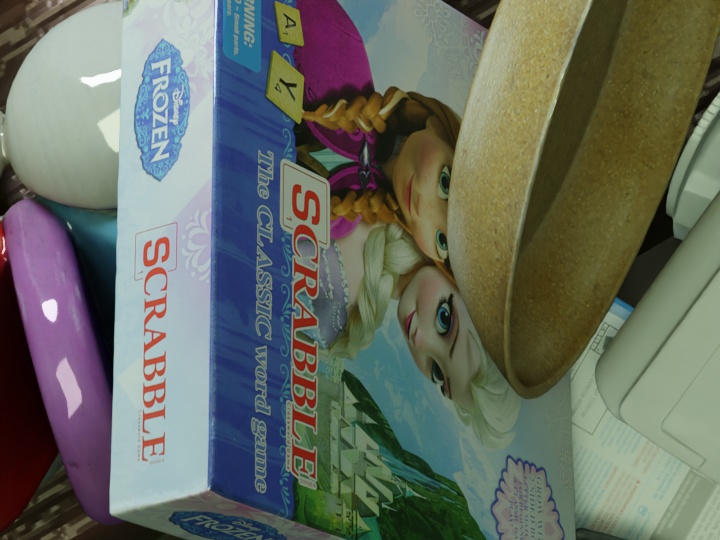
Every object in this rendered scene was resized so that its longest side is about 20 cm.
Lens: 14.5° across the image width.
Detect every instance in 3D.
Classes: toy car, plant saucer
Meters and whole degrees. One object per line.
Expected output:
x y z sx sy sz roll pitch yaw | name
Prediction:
-0.104 0.020 0.934 0.199 0.150 0.176 -10 130 5 | toy car
0.071 -0.060 0.890 0.035 0.200 0.201 20 93 16 | plant saucer

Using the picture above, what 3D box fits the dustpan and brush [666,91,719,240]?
0.195 -0.071 0.946 0.139 0.057 0.201 22 109 7 | dustpan and brush

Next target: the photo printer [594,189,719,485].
0.196 0.001 0.918 0.166 0.070 0.200 30 113 -6 | photo printer

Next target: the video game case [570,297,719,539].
0.131 0.116 1.006 0.199 0.018 0.144 31 93 4 | video game case

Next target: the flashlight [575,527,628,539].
0.158 0.148 0.965 0.199 0.068 0.068 17 131 0 | flashlight

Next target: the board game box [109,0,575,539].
0.000 0.000 0.899 0.041 0.199 0.201 -14 67 33 | board game box
